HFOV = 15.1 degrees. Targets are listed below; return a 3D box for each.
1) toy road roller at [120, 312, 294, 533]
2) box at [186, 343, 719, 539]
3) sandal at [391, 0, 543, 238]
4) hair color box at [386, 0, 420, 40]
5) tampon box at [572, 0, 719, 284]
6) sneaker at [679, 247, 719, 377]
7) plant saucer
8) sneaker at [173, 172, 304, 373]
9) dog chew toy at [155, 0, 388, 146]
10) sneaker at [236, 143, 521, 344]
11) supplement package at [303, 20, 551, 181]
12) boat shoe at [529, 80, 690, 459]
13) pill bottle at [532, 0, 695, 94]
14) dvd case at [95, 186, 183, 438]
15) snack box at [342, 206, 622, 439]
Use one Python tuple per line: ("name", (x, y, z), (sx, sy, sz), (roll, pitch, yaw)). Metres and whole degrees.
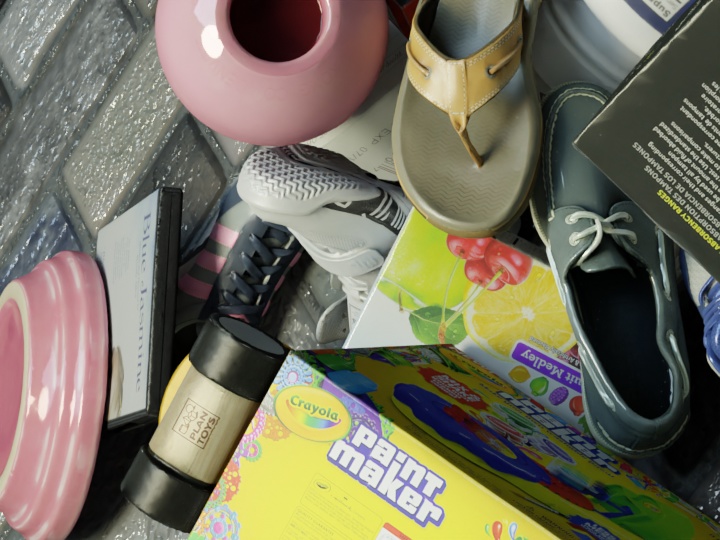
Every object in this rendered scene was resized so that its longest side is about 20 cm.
("toy road roller", (-0.026, 0.112, 1.588), (0.200, 0.146, 0.123), (31, 101, 16))
("box", (0.055, 0.139, 1.314), (0.200, 0.193, 0.122), (34, 103, 21))
("sandal", (0.058, -0.117, 1.396), (0.080, 0.054, 0.201), (7, 78, 18))
("hair color box", (0.082, -0.217, 1.494), (0.200, 0.061, 0.102), (-39, 56, -4))
("tampon box", (0.224, -0.104, 1.273), (0.200, 0.126, 0.150), (-47, 0, 31))
("sneaker", (0.201, 0.022, 1.329), (0.075, 0.088, 0.200), (-60, 35, 17))
("plant saucer", (-0.220, 0.084, 1.839), (0.200, 0.051, 0.201), (-173, 90, -71))
("sneaker", (-0.072, 0.007, 1.715), (0.200, 0.070, 0.082), (-52, 33, 37))
("dog chew toy", (-0.051, -0.125, 1.486), (0.200, 0.124, 0.125), (149, 137, -84))
("sneaker", (0.000, 0.000, 1.518), (0.075, 0.200, 0.115), (32, 106, 42))
("supplement package", (0.033, -0.154, 1.609), (0.117, 0.117, 0.200), (-38, 46, 38))
("boat shoe", (0.131, -0.006, 1.388), (0.062, 0.073, 0.201), (102, 159, -79))
("pill bottle", (0.177, -0.173, 1.426), (0.200, 0.120, 0.120), (-45, 43, 32))
("dvd case", (-0.147, 0.031, 1.748), (0.200, 0.017, 0.143), (157, 117, -72))
("snack box", (0.051, 0.079, 1.458), (0.200, 0.142, 0.053), (-63, -5, 10))
